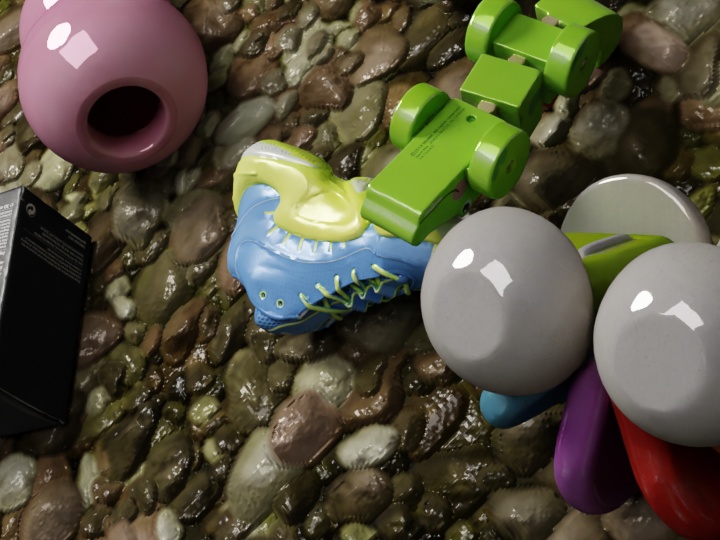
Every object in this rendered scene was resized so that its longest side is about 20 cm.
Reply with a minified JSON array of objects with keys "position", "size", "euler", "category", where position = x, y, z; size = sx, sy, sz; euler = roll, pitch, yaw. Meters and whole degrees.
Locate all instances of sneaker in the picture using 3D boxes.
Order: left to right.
[{"position":[0.000,0.000,0.800],"size":[0.200,0.076,0.105],"euler":[25,98,39],"category":"sneaker"}]

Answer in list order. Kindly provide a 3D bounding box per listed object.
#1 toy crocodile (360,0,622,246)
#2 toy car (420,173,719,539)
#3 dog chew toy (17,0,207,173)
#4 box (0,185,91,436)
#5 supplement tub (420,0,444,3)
[{"position":[0.073,-0.085,0.754],"size":[0.067,0.062,0.200],"euler":[25,60,26],"category":"toy crocodile"},{"position":[0.132,0.044,0.642],"size":[0.199,0.175,0.151],"euler":[13,109,37],"category":"toy car"},{"position":[-0.176,-0.156,0.960],"size":[0.124,0.125,0.200],"euler":[-37,43,11],"category":"dog chew toy"},{"position":[-0.288,0.042,0.947],"size":[0.199,0.079,0.142],"euler":[-13,56,27],"category":"box"},{"position":[0.087,-0.264,0.826],"size":[0.200,0.145,0.146],"euler":[-29,53,17],"category":"supplement tub"}]
